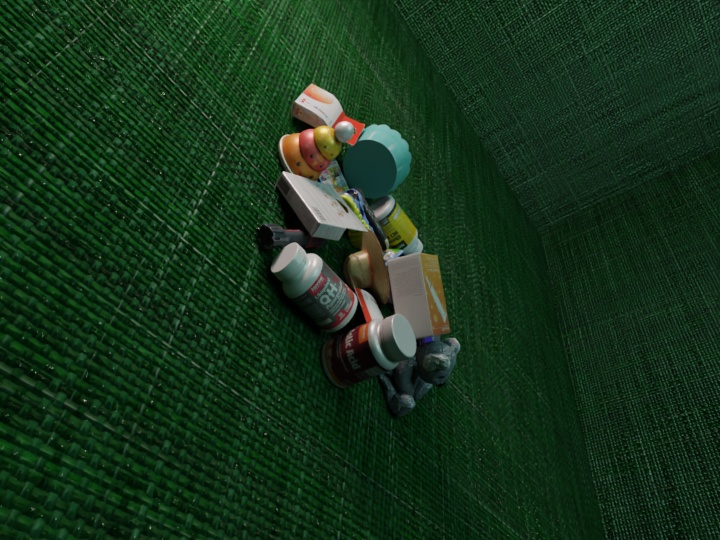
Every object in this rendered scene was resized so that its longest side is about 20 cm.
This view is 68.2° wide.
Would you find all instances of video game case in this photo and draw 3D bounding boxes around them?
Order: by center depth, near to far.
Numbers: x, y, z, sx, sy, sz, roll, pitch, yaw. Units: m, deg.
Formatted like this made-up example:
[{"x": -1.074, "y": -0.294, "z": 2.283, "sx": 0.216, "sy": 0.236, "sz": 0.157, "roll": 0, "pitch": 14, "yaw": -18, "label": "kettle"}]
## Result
[{"x": -0.069, "y": -0.224, "z": 1.524, "sx": 0.142, "sy": 0.018, "sz": 0.204, "roll": -22, "pitch": 89, "yaw": -61, "label": "video game case"}]

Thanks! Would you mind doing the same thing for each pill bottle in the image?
[{"x": -0.103, "y": 0.036, "z": 1.172, "sx": 0.200, "sy": 0.109, "sz": 0.112, "roll": 46, "pitch": 34, "yaw": -30, "label": "pill bottle"}, {"x": 0.018, "y": 0.176, "z": 1.176, "sx": 0.114, "sy": 0.197, "sz": 0.117, "roll": 38, "pitch": 38, "yaw": -37, "label": "pill bottle"}, {"x": 0.108, "y": -0.124, "z": 1.647, "sx": 0.201, "sy": 0.111, "sz": 0.114, "roll": 49, "pitch": 33, "yaw": -26, "label": "pill bottle"}]

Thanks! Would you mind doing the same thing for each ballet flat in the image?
[{"x": 0.030, "y": -0.150, "z": 1.533, "sx": 0.056, "sy": 0.066, "sz": 0.203, "roll": -31, "pitch": 90, "yaw": -37, "label": "ballet flat"}]

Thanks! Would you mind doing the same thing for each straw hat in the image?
[{"x": 0.000, "y": 0.000, "z": 1.393, "sx": 0.083, "sy": 0.201, "sz": 0.206, "roll": -14, "pitch": 77, "yaw": -18, "label": "straw hat"}]

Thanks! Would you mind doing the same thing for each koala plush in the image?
[{"x": 0.158, "y": 0.241, "z": 1.363, "sx": 0.176, "sy": 0.197, "sz": 0.188, "roll": -19, "pitch": 84, "yaw": -61, "label": "koala plush"}]

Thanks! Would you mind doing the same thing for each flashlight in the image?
[{"x": -0.157, "y": -0.082, "z": 1.226, "sx": 0.198, "sy": 0.067, "sz": 0.070, "roll": -4, "pitch": 76, "yaw": -55, "label": "flashlight"}]

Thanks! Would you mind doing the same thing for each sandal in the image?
[{"x": -0.006, "y": -0.145, "z": 1.473, "sx": 0.088, "sy": 0.077, "sz": 0.203, "roll": -71, "pitch": 147, "yaw": -44, "label": "sandal"}]

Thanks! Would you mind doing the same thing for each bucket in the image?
[{"x": 0.046, "y": -0.326, "z": 1.616, "sx": 0.210, "sy": 0.204, "sz": 0.135, "roll": 57, "pitch": 31, "yaw": -12, "label": "bucket"}]

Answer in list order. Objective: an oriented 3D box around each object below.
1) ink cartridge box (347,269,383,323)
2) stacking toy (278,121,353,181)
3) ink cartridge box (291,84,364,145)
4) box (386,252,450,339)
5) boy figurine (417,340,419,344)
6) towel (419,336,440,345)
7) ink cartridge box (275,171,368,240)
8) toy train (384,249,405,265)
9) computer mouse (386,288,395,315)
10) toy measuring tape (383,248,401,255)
[{"x": 0.031, "y": 0.104, "z": 1.299, "sx": 0.164, "sy": 0.049, "sz": 0.203, "roll": -112, "pitch": -177, "yaw": -52, "label": "ink cartridge box"}, {"x": -0.100, "y": -0.320, "z": 1.355, "sx": 0.145, "sy": 0.197, "sz": 0.149, "roll": 38, "pitch": 38, "yaw": -37, "label": "stacking toy"}, {"x": -0.085, "y": -0.450, "z": 1.528, "sx": 0.195, "sy": 0.051, "sz": 0.164, "roll": 24, "pitch": 38, "yaw": -2, "label": "ink cartridge box"}, {"x": 0.148, "y": 0.068, "z": 1.346, "sx": 0.123, "sy": 0.095, "sz": 0.206, "roll": 3, "pitch": 77, "yaw": -60, "label": "box"}, {"x": 0.166, "y": 0.157, "z": 1.584, "sx": 0.198, "sy": 0.063, "sz": 0.128, "roll": 1, "pitch": 74, "yaw": -62, "label": "boy figurine"}, {"x": 0.210, "y": 0.231, "z": 1.571, "sx": 0.142, "sy": 0.022, "sz": 0.207, "roll": -1, "pitch": 92, "yaw": -59, "label": "towel"}, {"x": -0.094, "y": -0.152, "z": 1.302, "sx": 0.171, "sy": 0.044, "sz": 0.201, "roll": 8, "pitch": 37, "yaw": -49, "label": "ink cartridge box"}, {"x": 0.123, "y": 0.028, "z": 1.518, "sx": 0.114, "sy": 0.086, "sz": 0.202, "roll": 38, "pitch": -17, "yaw": 49, "label": "toy train"}, {"x": 0.102, "y": 0.097, "z": 1.465, "sx": 0.141, "sy": 0.046, "sz": 0.201, "roll": 52, "pitch": 3, "yaw": -40, "label": "computer mouse"}, {"x": 0.066, "y": -0.025, "z": 1.563, "sx": 0.197, "sy": 0.073, "sz": 0.075, "roll": -5, "pitch": 71, "yaw": -47, "label": "toy measuring tape"}]
